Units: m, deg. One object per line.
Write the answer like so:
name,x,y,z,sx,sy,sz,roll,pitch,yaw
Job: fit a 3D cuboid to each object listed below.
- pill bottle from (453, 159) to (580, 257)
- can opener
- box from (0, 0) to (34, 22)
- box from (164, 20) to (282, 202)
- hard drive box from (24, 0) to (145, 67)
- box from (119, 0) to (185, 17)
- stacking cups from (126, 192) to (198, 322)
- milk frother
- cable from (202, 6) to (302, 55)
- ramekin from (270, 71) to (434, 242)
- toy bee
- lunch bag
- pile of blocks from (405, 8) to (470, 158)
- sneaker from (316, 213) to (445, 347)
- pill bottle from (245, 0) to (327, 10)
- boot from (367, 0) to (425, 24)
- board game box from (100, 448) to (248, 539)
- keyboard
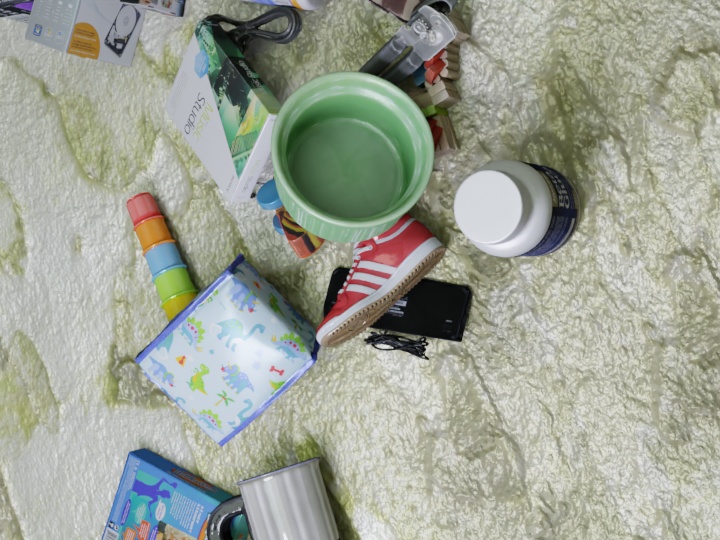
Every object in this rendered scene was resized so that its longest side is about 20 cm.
pill bottle,0.180,-0.072,1.509,0.110,0.200,0.112,1,92,24
can opener,0.063,-0.279,1.599,0.053,0.067,0.200,40,152,-10
box,-0.481,-0.467,1.850,0.105,0.122,0.202,-2,90,25
box,-0.178,-0.208,1.686,0.200,0.036,0.145,52,129,31
hard drive box,-0.362,-0.395,1.779,0.076,0.156,0.202,21,100,22
box,-0.268,-0.454,1.759,0.034,0.110,0.202,12,96,24
stacking cups,-0.276,-0.010,1.804,0.060,0.060,0.201,-32,75,22
milk frother,-0.108,0.353,1.641,0.179,0.200,0.190,-17,83,-6
cable,-0.150,-0.314,1.729,0.199,0.050,0.098,-20,70,34
ramekin,-0.015,-0.132,1.587,0.198,0.098,0.202,3,72,-8
toy bee,-0.085,-0.108,1.684,0.108,0.131,0.200,-36,64,-4
lunch bag,-0.173,0.110,1.698,0.170,0.127,0.200,45,102,-4
pile of blocks,0.085,-0.236,1.626,0.081,0.062,0.202,7,94,24
sneaker,0.000,0.000,1.645,0.200,0.071,0.113,-40,73,-7
pill bottle,-0.138,-0.409,1.699,0.198,0.112,0.113,14,97,24
boot,0.046,-0.416,1.622,0.199,0.072,0.167,36,92,12
board game box,-0.257,0.360,1.806,0.199,0.045,0.154,24,100,23
keyboard,0.045,0.059,1.674,0.198,0.040,0.105,9,72,25
